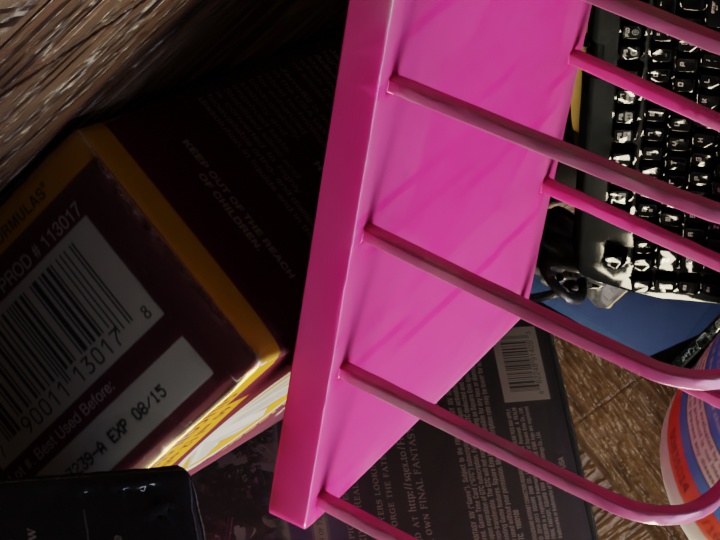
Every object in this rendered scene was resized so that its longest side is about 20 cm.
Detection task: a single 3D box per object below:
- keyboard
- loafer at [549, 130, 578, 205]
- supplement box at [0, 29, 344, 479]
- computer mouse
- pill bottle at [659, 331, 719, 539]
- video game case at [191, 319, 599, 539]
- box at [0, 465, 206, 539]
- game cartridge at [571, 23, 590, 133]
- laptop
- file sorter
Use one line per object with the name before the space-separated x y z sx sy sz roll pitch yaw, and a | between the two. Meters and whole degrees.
keyboard | 0.093 -0.061 0.852 0.040 0.104 0.200 -71 165 -47
loafer | 0.094 -0.064 0.967 0.200 0.075 0.070 -18 -157 21
supplement box | -0.040 0.000 0.841 0.110 0.086 0.200 -42 173 31
computer mouse | 0.000 0.000 1.007 0.200 0.044 0.110 -5 178 15
pill bottle | 0.182 0.018 0.838 0.112 0.112 0.200 -33 161 -39
video game case | -0.020 0.083 0.950 0.200 0.143 0.019 -5 142 -7
box | -0.148 0.127 0.711 0.200 0.105 0.148 -4 159 -21
game cartridge | 0.146 -0.092 0.855 0.200 0.176 0.032 -43 -165 42
laptop | 0.180 -0.033 1.159 0.177 0.103 0.200 -23 162 -33
file sorter | 0.073 -0.018 0.743 0.139 0.125 0.200 -40 148 -48
